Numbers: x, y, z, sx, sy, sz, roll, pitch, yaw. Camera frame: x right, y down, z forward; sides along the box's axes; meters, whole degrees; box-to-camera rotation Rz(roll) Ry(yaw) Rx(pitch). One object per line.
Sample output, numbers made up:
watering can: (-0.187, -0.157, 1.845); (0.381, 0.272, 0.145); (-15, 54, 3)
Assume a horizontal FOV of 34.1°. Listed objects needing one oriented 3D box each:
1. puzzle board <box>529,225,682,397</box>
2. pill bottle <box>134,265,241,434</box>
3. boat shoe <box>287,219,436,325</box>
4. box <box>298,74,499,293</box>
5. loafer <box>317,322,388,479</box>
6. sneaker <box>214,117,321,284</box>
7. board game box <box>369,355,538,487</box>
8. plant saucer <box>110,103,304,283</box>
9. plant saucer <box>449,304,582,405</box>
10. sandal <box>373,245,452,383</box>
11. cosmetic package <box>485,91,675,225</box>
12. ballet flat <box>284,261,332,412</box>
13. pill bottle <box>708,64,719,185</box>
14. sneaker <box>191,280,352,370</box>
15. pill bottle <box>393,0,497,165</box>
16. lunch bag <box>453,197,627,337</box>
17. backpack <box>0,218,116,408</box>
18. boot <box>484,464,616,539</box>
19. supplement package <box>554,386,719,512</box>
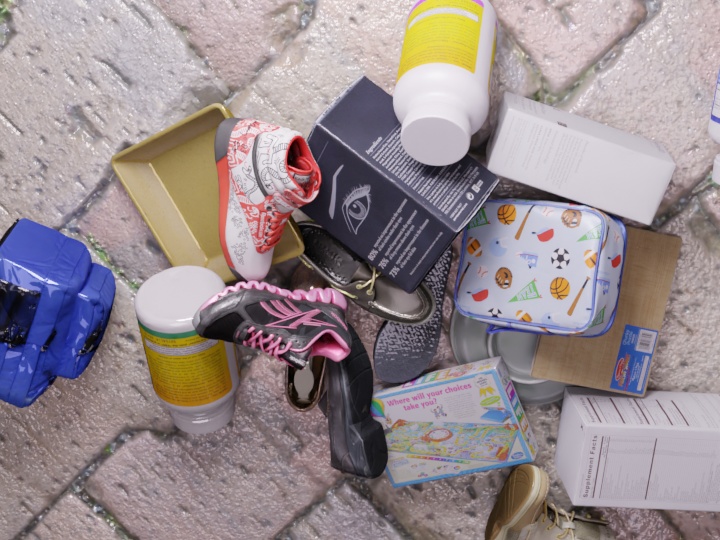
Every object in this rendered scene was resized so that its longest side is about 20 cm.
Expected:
puzzle board: (0.294, 0.043, 1.413); (0.150, 0.017, 0.201); (11, 96, -13)
pill bottle: (-0.207, 0.103, 1.447); (0.112, 0.113, 0.200); (0, 129, 6)
boat shoe: (-0.002, 0.003, 1.411); (0.201, 0.060, 0.072); (32, 93, 11)
box: (0.030, -0.096, 1.333); (0.200, 0.104, 0.148); (39, 144, 2)
loafer: (-0.024, 0.163, 1.460); (0.072, 0.073, 0.201); (-5, 98, 30)
sneaker: (-0.098, -0.067, 1.300); (0.108, 0.067, 0.202); (11, 120, 29)
board game box: (0.107, 0.194, 1.478); (0.199, 0.034, 0.135); (-16, 107, 27)
plant saucer: (-0.176, -0.088, 1.406); (0.200, 0.048, 0.200); (-20, 107, 35)
plant saucer: (0.209, 0.083, 1.451); (0.199, 0.050, 0.201); (2, 108, 6)
sandal: (0.070, 0.047, 1.462); (0.076, 0.043, 0.201); (17, 100, -8)
cosmetic package: (0.248, -0.130, 1.344); (0.199, 0.113, 0.081); (16, 110, -2)
ballet flat: (-0.063, 0.087, 1.469); (0.068, 0.067, 0.201); (4, 108, 4)
pill bottle: (0.450, -0.192, 1.303); (0.112, 0.112, 0.201); (5, 109, 4)
sneaker: (-0.094, 0.070, 1.349); (0.199, 0.096, 0.079); (1, 142, -30)
pill bottle: (0.091, -0.211, 1.276); (0.104, 0.200, 0.104); (7, 141, 5)
lunch bag: (0.203, -0.001, 1.360); (0.200, 0.075, 0.161); (8, 91, 38)
backpack: (-0.405, 0.069, 1.448); (0.167, 0.163, 0.200); (26, 108, -7)
boot: (0.250, 0.318, 1.483); (0.154, 0.072, 0.200); (14, 142, -1)
supplement package: (0.351, 0.217, 1.435); (0.199, 0.110, 0.114); (4, 109, -5)
